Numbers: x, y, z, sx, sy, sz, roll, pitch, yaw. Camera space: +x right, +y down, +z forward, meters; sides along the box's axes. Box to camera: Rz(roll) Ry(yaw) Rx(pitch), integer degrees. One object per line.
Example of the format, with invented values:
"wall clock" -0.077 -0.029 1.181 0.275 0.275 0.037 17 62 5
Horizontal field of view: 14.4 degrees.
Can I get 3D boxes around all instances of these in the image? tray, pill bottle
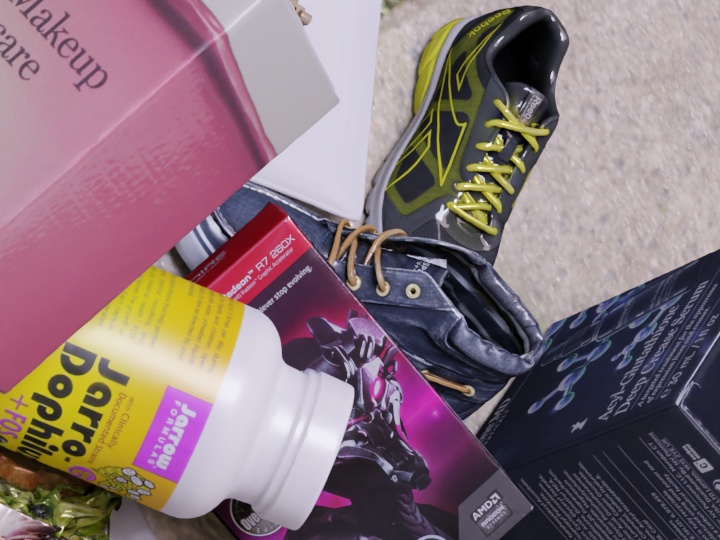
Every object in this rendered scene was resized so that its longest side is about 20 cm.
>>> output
"tray" -0.039 -0.130 1.533 0.107 0.022 0.201 20 62 -30
"pill bottle" -0.107 0.049 1.314 0.199 0.104 0.105 23 59 -7

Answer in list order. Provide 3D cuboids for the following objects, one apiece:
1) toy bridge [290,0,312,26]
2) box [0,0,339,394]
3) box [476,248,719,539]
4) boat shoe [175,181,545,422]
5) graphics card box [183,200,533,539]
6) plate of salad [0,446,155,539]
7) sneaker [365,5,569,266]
"toy bridge" -0.085 -0.084 1.363 0.067 0.200 0.027 31 55 -27
"box" -0.130 -0.070 1.212 0.200 0.109 0.128 -42 63 -6
"box" 0.163 0.083 1.495 0.107 0.200 0.149 47 51 -13
"boat shoe" 0.000 0.000 1.459 0.200 0.091 0.071 36 46 -15
"graphics card box" -0.024 0.082 1.410 0.125 0.051 0.200 -40 103 -3
"plate of salad" -0.166 0.140 1.302 0.199 0.048 0.201 20 54 -30
"sneaker" 0.061 -0.065 1.545 0.074 0.084 0.201 26 59 -27
